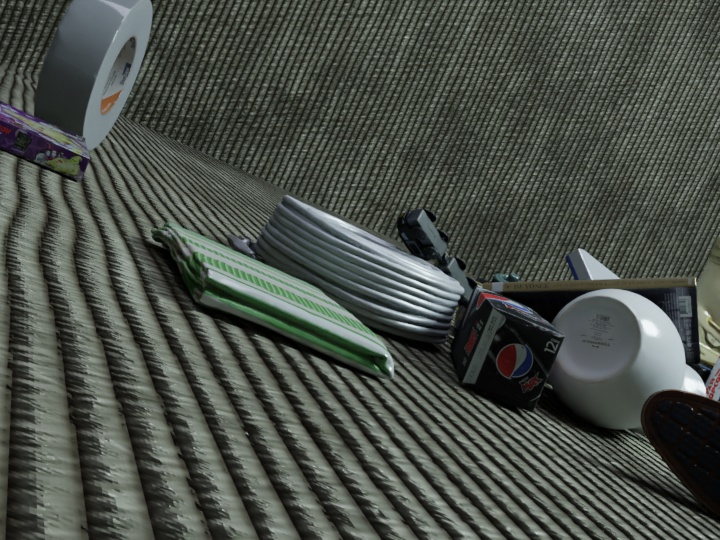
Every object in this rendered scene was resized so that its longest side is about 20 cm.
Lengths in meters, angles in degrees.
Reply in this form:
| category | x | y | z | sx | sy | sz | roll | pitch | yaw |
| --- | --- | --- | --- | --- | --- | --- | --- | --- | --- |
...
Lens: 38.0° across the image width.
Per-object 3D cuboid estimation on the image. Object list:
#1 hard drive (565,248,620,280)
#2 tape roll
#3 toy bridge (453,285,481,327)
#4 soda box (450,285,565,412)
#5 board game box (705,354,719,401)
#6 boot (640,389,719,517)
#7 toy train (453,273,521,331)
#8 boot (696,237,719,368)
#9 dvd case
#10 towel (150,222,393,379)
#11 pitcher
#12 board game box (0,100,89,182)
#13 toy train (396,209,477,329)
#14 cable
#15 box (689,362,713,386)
| category | x | y | z | sx | sy | sz | roll | pitch | yaw |
| --- | --- | --- | --- | --- | --- | --- | --- | --- | --- |
| hard drive | 0.305 | 0.082 | 1.199 | 0.132 | 0.025 | 0.201 | 29 | 36 | -48 |
| tape roll | -0.326 | -0.252 | 1.284 | 0.066 | 0.201 | 0.200 | 23 | 4 | -3 |
| toy bridge | 0.116 | 0.040 | 1.139 | 0.199 | 0.027 | 0.067 | 22 | -31 | 13 |
| soda box | 0.122 | 0.062 | 0.907 | 0.063 | 0.071 | 0.200 | 22 | 4 | 0 |
| board game box | 0.492 | 0.169 | 1.201 | 0.199 | 0.152 | 0.046 | 25 | 4 | -8 |
| boot | 0.280 | 0.154 | 0.801 | 0.199 | 0.075 | 0.097 | 35 | -7 | -8 |
| toy train | 0.200 | 0.073 | 1.212 | 0.199 | 0.086 | 0.114 | 29 | 18 | 13 |
| boot | 0.489 | 0.059 | 1.305 | 0.199 | 0.156 | 0.073 | 24 | 5 | -17 |
| dvd case | 0.231 | 0.053 | 1.037 | 0.199 | 0.016 | 0.149 | -3 | -33 | 19 |
| towel | -0.066 | 0.017 | 0.736 | 0.152 | 0.024 | 0.200 | 24 | 3 | -22 |
| pitcher | 0.224 | 0.090 | 0.986 | 0.171 | 0.122 | 0.200 | 5 | -17 | 30 |
| board game box | -0.327 | -0.134 | 1.024 | 0.119 | 0.032 | 0.200 | 19 | 6 | -20 |
| toy train | 0.092 | 0.014 | 1.068 | 0.046 | 0.034 | 0.200 | 0 | -44 | 42 |
| cable | 0.000 | 0.000 | 0.972 | 0.199 | 0.070 | 0.200 | 21 | 6 | -45 |
| box | 0.391 | 0.145 | 1.332 | 0.199 | 0.087 | 0.163 | 20 | 6 | -45 |
